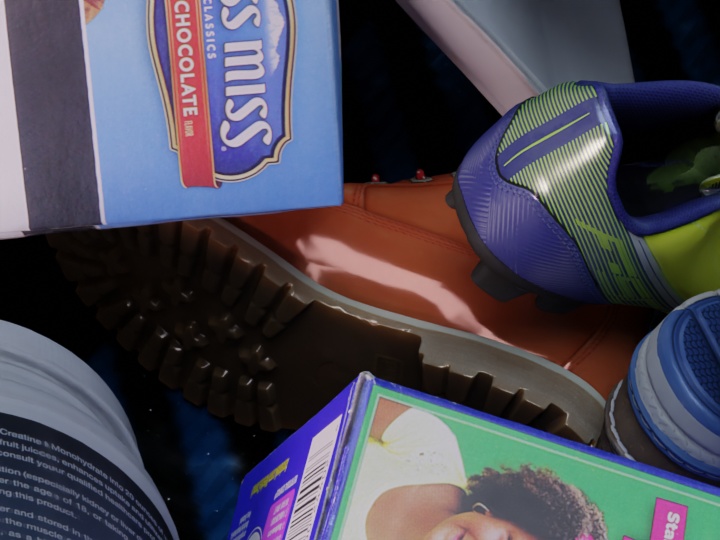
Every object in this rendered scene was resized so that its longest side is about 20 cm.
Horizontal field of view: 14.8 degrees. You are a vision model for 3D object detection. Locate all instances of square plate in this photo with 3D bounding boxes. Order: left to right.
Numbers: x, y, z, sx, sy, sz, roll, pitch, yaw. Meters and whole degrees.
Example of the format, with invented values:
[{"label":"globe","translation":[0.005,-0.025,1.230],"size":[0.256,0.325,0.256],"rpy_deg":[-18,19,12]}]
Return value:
[{"label":"square plate","translation":[0.034,-0.132,0.929],"size":[0.028,0.198,0.200],"rpy_deg":[-24,51,21]}]

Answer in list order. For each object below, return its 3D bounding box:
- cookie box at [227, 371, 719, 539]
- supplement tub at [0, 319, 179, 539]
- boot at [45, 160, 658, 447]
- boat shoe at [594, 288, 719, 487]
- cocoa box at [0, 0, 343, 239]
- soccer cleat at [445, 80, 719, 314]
[{"label":"cookie box","translation":[0.068,0.103,0.723],"size":[0.200,0.171,0.075],"rpy_deg":[17,75,-7]},{"label":"supplement tub","translation":[-0.111,0.116,0.725],"size":[0.140,0.141,0.200],"rpy_deg":[-4,34,-6]},{"label":"boot","translation":[0.000,0.000,0.893],"size":[0.200,0.075,0.107],"rpy_deg":[24,48,9]},{"label":"boat shoe","translation":[0.149,0.040,0.858],"size":[0.200,0.072,0.072],"rpy_deg":[0,56,-35]},{"label":"cocoa box","translation":[-0.076,-0.107,0.870],"size":[0.131,0.134,0.200],"rpy_deg":[-4,21,-2]},{"label":"soccer cleat","translation":[0.115,-0.019,0.856],"size":[0.200,0.084,0.065],"rpy_deg":[6,55,-43]}]
